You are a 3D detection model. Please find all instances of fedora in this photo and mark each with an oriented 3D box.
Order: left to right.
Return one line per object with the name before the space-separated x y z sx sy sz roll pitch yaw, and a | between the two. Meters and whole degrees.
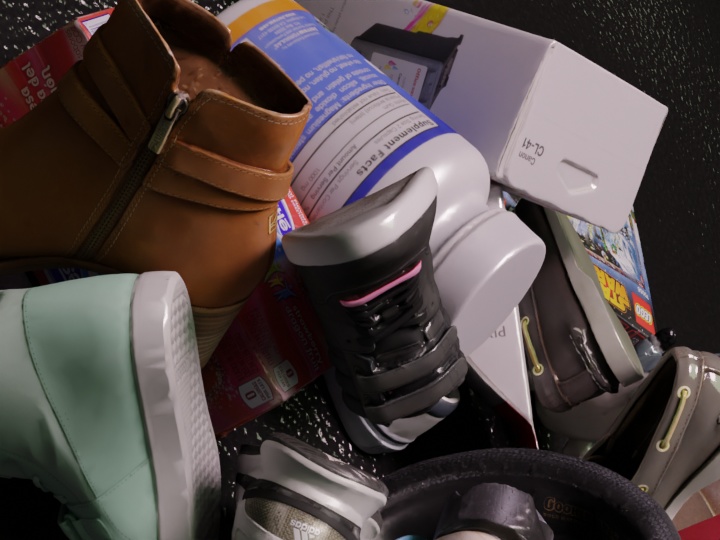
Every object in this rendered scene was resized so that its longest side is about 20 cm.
fedora | 0.066 0.180 0.946 0.201 0.200 0.092 -78 160 -48

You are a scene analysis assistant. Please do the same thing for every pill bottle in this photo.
pill bottle | -0.004 -0.044 0.984 0.200 0.112 0.112 41 25 18

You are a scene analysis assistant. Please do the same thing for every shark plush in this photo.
shark plush | 0.160 0.057 1.174 0.083 0.200 0.091 -41 92 -28

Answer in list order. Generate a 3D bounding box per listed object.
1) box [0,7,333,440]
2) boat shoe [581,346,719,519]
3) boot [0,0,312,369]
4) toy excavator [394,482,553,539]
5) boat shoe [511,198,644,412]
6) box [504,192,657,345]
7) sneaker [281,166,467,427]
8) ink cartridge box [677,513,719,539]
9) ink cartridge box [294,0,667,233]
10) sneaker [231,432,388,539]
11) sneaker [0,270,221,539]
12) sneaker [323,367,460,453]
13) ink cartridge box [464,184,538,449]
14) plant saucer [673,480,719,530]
box | -0.095 -0.021 0.912 0.201 0.095 0.100 61 30 -3
boat shoe | 0.153 0.122 1.100 0.060 0.202 0.072 25 32 -16
boot | -0.120 -0.059 0.796 0.199 0.155 0.074 27 40 2
toy excavator | 0.028 0.204 0.811 0.195 0.200 0.100 49 38 -23
boat shoe | 0.115 0.013 1.160 0.072 0.060 0.201 55 11 -28
box | 0.132 -0.034 1.332 0.200 0.040 0.137 33 40 -41
sneaker | 0.014 0.016 0.823 0.200 0.070 0.100 152 -85 -86
ink cartridge box | 0.202 0.269 1.087 0.145 0.144 0.200 49 32 -22
ink cartridge box | 0.056 -0.102 1.114 0.147 0.200 0.086 18 93 -53
sneaker | -0.044 0.141 0.843 0.075 0.201 0.116 25 78 3
sneaker | -0.124 0.086 0.812 0.074 0.118 0.201 -80 168 -57
sneaker | 0.000 0.000 1.067 0.073 0.071 0.201 -16 80 -60
ink cartridge box | 0.070 0.059 1.098 0.161 0.050 0.201 78 6 -84
plant saucer | 0.227 0.192 1.303 0.200 0.034 0.201 38 38 -37
